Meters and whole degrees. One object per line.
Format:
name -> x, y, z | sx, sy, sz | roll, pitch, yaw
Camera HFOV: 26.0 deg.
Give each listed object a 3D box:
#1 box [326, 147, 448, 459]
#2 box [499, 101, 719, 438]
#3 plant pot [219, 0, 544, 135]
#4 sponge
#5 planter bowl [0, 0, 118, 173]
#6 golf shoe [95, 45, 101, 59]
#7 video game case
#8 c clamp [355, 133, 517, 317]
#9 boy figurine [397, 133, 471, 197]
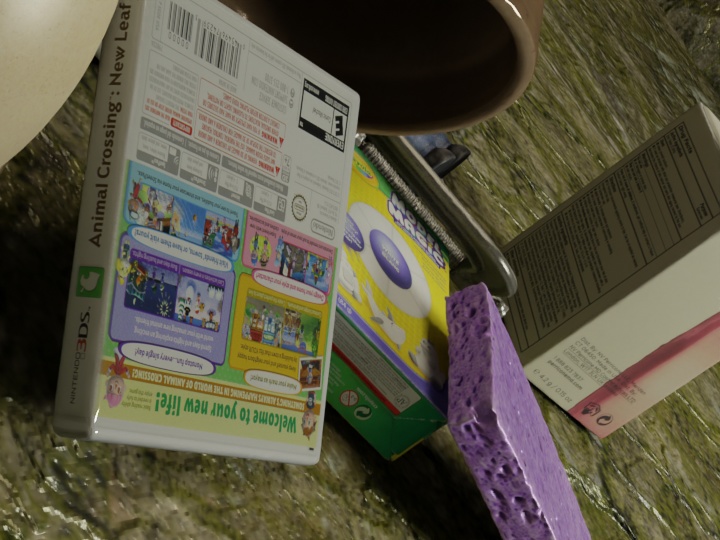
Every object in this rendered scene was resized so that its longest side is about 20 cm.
box -> 0.000, 0.000, 0.879 | 0.117, 0.048, 0.201 | 46, 22, -23
box -> 0.207, 0.002, 1.118 | 0.109, 0.199, 0.129 | 39, 27, -32
plant pot -> 0.007, -0.196, 0.838 | 0.200, 0.199, 0.177 | 34, 57, -42
sponge -> 0.092, 0.116, 0.861 | 0.112, 0.029, 0.201 | -89, 157, -55
planter bowl -> -0.154, -0.140, 0.542 | 0.200, 0.134, 0.201 | 47, 21, -24
golf shoe -> -0.155, -0.152, 0.762 | 0.073, 0.092, 0.200 | 56, -3, 29
video game case -> -0.058, -0.013, 0.672 | 0.200, 0.022, 0.185 | 22, 73, -65
c clamp -> 0.035, -0.041, 0.994 | 0.201, 0.027, 0.171 | 51, -6, -12
boy figurine -> -0.004, -0.146, 1.080 | 0.201, 0.064, 0.124 | 55, 22, 3
